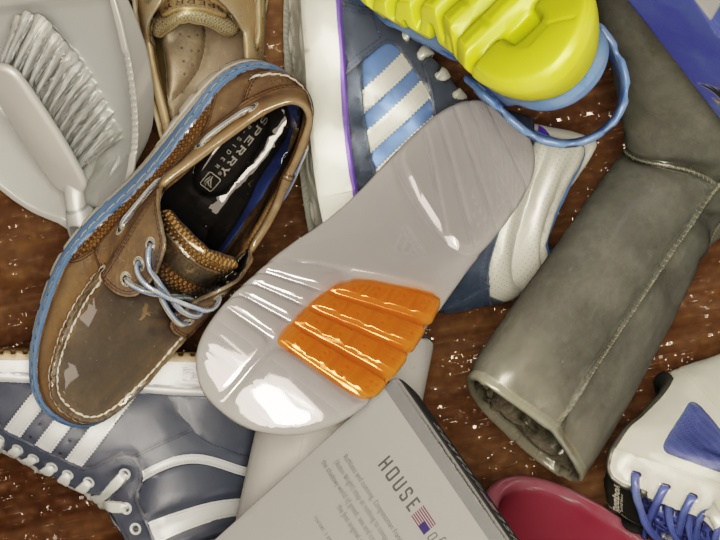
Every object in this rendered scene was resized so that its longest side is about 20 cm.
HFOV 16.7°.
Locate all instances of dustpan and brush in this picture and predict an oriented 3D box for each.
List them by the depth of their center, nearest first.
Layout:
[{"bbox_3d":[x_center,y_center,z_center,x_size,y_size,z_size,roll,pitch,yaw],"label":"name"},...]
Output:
[{"bbox_3d":[-0.144,-0.052,1.221,0.139,0.057,0.201,-2,129,36],"label":"dustpan and brush"}]

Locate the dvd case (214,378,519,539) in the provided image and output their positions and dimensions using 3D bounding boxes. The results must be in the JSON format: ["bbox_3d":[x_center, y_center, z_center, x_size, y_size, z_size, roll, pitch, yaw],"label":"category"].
[{"bbox_3d":[-0.017,0.167,1.111,0.200,0.025,0.151,-42,53,8],"label":"dvd case"}]

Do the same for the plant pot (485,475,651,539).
[{"bbox_3d":[0.085,0.230,1.178,0.200,0.200,0.179,38,106,0],"label":"plant pot"}]

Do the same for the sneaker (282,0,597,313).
[{"bbox_3d":[0.042,-0.079,1.227,0.145,0.081,0.202,-6,86,-9],"label":"sneaker"}]

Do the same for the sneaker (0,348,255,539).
[{"bbox_3d":[-0.145,0.094,1.228,0.198,0.070,0.109,1,89,-3],"label":"sneaker"}]

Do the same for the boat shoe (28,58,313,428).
[{"bbox_3d":[-0.090,-0.011,1.159,0.072,0.072,0.201,30,90,-21],"label":"boat shoe"}]

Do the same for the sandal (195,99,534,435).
[{"bbox_3d":[0.006,0.006,1.160,0.079,0.059,0.207,45,68,3],"label":"sandal"}]

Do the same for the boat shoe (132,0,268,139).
[{"bbox_3d":[-0.078,-0.133,1.226,0.071,0.065,0.201,-9,91,0],"label":"boat shoe"}]

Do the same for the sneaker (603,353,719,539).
[{"bbox_3d":[0.180,0.122,1.196,0.114,0.081,0.200,-14,53,6],"label":"sneaker"}]

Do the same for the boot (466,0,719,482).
[{"bbox_3d":[0.114,-0.022,1.181,0.200,0.072,0.182,-46,124,-10],"label":"boot"}]

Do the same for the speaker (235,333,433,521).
[{"bbox_3d":[-0.021,0.123,1.198,0.081,0.081,0.201,12,76,0],"label":"speaker"}]

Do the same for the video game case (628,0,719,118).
[{"bbox_3d":[0.216,-0.150,1.151,0.200,0.045,0.182,43,69,-42],"label":"video game case"}]

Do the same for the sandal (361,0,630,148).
[{"bbox_3d":[0.061,-0.115,1.137,0.079,0.200,0.087,-41,130,5],"label":"sandal"}]
